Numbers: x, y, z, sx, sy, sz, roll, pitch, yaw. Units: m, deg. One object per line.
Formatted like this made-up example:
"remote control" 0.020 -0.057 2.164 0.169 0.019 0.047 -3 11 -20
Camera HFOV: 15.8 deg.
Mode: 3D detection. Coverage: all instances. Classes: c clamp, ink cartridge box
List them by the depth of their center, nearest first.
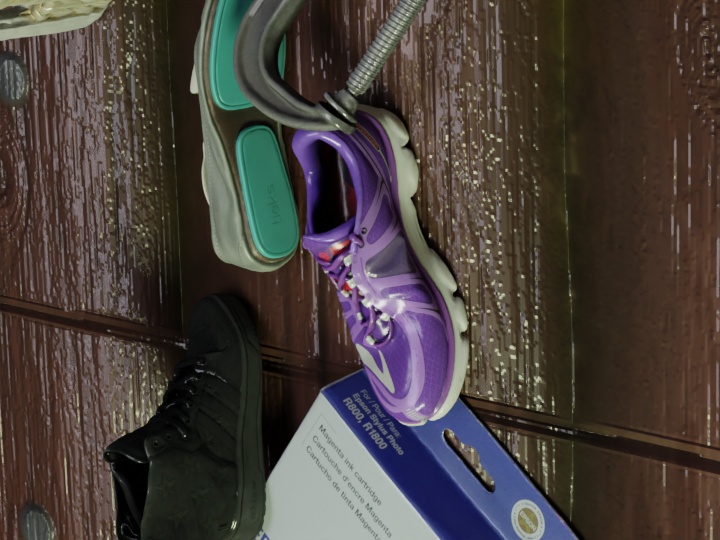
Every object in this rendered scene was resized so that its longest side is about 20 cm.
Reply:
"c clamp" 0.008 -0.159 1.529 0.200 0.027 0.171 -51 55 14
"ink cartridge box" 0.024 0.171 1.630 0.196 0.043 0.200 49 131 24

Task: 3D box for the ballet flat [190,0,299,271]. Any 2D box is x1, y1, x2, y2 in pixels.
"ballet flat" -0.082 -0.098 1.646 0.064 0.067 0.201 5 104 50

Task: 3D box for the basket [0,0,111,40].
"basket" -0.234 -0.263 1.658 0.161 0.198 0.201 -29 80 42

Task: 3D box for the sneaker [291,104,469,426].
"sneaker" 0.000 0.000 1.574 0.080 0.083 0.201 -20 87 37

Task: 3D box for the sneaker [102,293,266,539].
"sneaker" -0.117 0.110 1.673 0.060 0.104 0.201 -25 66 53
